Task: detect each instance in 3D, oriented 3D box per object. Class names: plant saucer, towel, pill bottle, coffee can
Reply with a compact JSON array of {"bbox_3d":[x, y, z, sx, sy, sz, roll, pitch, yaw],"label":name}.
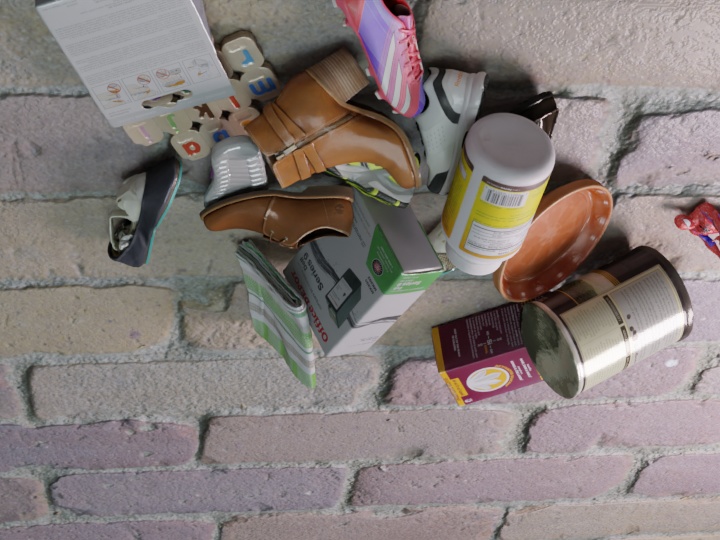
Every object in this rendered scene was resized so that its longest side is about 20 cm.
[{"bbox_3d":[0.257,-0.043,1.668,0.199,0.032,0.201,-30,148,-21],"label":"plant saucer"},{"bbox_3d":[-0.117,0.066,1.716,0.030,0.149,0.201,-31,147,-20],"label":"towel"},{"bbox_3d":[0.160,-0.086,1.495,0.108,0.110,0.201,1,142,-11],"label":"pill bottle"},{"bbox_3d":[0.346,0.072,1.740,0.198,0.147,0.147,-25,146,-17],"label":"coffee can"}]

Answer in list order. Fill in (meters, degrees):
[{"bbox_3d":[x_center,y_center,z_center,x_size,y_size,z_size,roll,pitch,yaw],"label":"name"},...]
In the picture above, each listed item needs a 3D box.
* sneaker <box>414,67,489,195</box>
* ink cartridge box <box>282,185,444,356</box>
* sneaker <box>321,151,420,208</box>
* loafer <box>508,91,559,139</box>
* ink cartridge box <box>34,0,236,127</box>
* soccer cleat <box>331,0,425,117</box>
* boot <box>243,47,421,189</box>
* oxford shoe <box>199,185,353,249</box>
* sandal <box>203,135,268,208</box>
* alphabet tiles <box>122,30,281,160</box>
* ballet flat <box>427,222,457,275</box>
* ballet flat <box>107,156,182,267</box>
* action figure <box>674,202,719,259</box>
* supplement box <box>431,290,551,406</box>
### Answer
[{"bbox_3d":[0.101,-0.175,1.514,0.079,0.074,0.201,16,140,3],"label":"sneaker"},{"bbox_3d":[0.000,0.000,1.630,0.083,0.147,0.200,-8,150,-42],"label":"ink cartridge box"},{"bbox_3d":[-0.016,-0.150,1.524,0.198,0.075,0.077,26,88,-21],"label":"sneaker"},{"bbox_3d":[0.213,-0.143,1.543,0.072,0.072,0.201,-27,155,-22],"label":"loafer"},{"bbox_3d":[-0.241,-0.256,1.359,0.160,0.051,0.201,-14,145,9],"label":"ink cartridge box"},{"bbox_3d":[0.038,-0.253,1.376,0.076,0.067,0.201,-13,131,24],"label":"soccer cleat"},{"bbox_3d":[-0.030,-0.142,1.452,0.154,0.074,0.201,-38,110,-2],"label":"boot"},{"bbox_3d":[-0.106,-0.061,1.549,0.197,0.072,0.071,-4,169,6],"label":"oxford shoe"},{"bbox_3d":[-0.154,-0.125,1.532,0.081,0.050,0.203,-7,161,-14],"label":"sandal"},{"bbox_3d":[-0.198,-0.211,1.445,0.198,0.015,0.196,-19,139,14],"label":"alphabet tiles"},{"bbox_3d":[0.145,-0.037,1.700,0.197,0.068,0.076,-6,122,-11],"label":"ballet flat"},{"bbox_3d":[-0.282,-0.073,1.566,0.072,0.074,0.201,9,142,-20],"label":"ballet flat"},{"bbox_3d":[0.535,-0.044,1.725,0.197,0.100,0.066,5,140,-12],"label":"action figure"},{"bbox_3d":[0.221,0.121,1.886,0.198,0.086,0.111,-18,141,13],"label":"supplement box"}]
